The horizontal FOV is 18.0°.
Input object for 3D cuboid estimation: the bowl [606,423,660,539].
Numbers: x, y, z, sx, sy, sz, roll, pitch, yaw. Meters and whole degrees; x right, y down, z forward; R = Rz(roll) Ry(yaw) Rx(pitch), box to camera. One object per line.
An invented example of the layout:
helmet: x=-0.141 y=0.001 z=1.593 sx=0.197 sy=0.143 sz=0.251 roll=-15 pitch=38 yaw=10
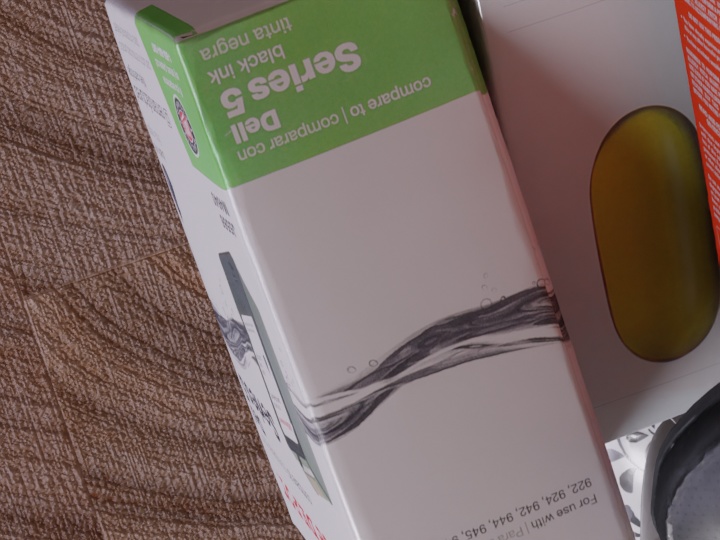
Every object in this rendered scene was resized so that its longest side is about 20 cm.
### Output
bowl: x=0.124 y=0.067 z=1.128 sx=0.201 sy=0.094 sz=0.201 roll=162 pitch=90 yaw=-82

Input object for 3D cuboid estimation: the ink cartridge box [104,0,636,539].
ink cartridge box: x=0.000 y=0.000 z=0.708 sx=0.146 sy=0.084 sz=0.200 roll=-142 pitch=32 yaw=-72

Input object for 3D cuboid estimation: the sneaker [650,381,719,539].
sneaker: x=0.149 y=0.062 z=0.569 sx=0.200 sy=0.082 sz=0.073 roll=-11 pitch=121 yaw=44

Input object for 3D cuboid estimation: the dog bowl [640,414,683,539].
dog bowl: x=0.146 y=0.126 z=0.875 sx=0.200 sy=0.059 sz=0.200 roll=-8 pitch=-90 yaw=-70

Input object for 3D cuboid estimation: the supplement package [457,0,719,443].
supplement package: x=0.093 y=-0.079 z=0.742 sx=0.151 sy=0.152 sz=0.200 roll=-121 pitch=13 yaw=-52

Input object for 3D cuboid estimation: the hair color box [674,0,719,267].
hair color box: x=0.146 y=-0.053 z=0.621 sx=0.061 sy=0.101 sz=0.200 roll=-120 pitch=14 yaw=-60
